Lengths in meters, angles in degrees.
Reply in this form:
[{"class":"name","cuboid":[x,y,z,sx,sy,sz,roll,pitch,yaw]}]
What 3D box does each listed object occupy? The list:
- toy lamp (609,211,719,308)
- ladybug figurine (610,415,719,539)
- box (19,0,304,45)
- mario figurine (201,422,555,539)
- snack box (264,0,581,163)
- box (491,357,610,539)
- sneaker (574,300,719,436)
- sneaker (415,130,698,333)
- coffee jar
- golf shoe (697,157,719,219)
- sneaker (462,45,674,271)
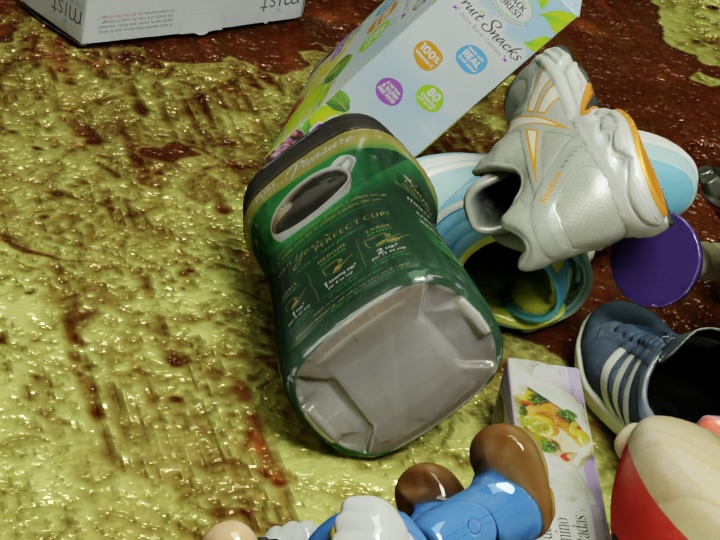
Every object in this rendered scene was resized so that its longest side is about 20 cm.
[{"class":"toy lamp","cuboid":[0.203,-0.006,1.027,0.058,0.058,0.200,28,12,30]},{"class":"ladybug figurine","cuboid":[0.171,0.138,0.745,0.200,0.072,0.136,44,10,32]},{"class":"box","cuboid":[-0.129,-0.265,1.311,0.199,0.177,0.097,-15,37,-39]},{"class":"mario figurine","cuboid":[-0.012,0.109,0.716,0.106,0.124,0.200,31,34,26]},{"class":"snack box","cuboid":[0.045,-0.138,1.113,0.068,0.200,0.169,45,24,-13]},{"class":"box","cuboid":[0.087,0.108,0.835,0.038,0.042,0.200,8,29,-4]},{"class":"sneaker","cuboid":[0.160,0.053,0.916,0.075,0.085,0.200,4,28,-12]},{"class":"sneaker","cuboid":[0.122,-0.018,1.046,0.199,0.080,0.131,-10,31,-16]},{"class":"coffee jar","cuboid":[0.000,0.000,0.938,0.104,0.085,0.200,-35,30,10]},{"class":"golf shoe","cuboid":[0.229,-0.001,0.890,0.077,0.088,0.200,-24,22,6]},{"class":"sneaker","cuboid":[0.090,-0.059,0.970,0.092,0.076,0.200,-24,20,0]}]
